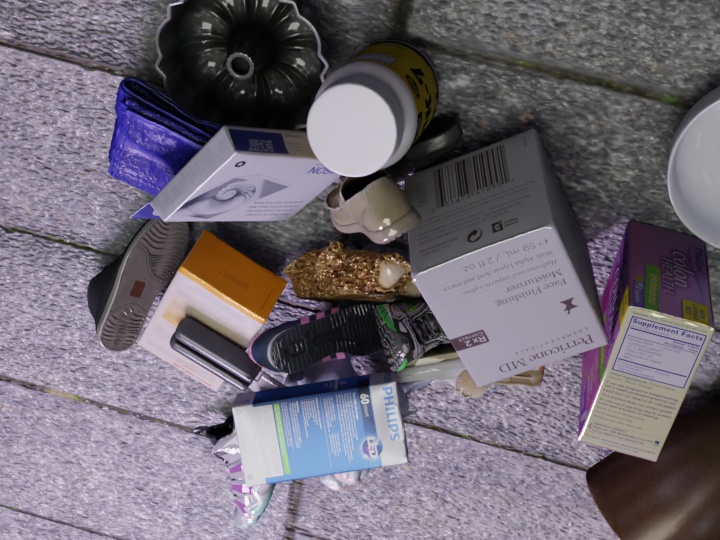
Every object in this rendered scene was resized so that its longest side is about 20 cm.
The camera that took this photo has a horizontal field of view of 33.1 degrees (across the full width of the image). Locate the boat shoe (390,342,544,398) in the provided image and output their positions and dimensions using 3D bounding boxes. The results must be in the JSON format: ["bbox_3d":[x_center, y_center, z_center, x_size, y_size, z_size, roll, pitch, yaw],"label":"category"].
[{"bbox_3d":[0.136,0.124,1.493,0.197,0.075,0.069,-8,98,-7],"label":"boat shoe"}]

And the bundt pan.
[{"bbox_3d":[-0.124,-0.244,1.352,0.199,0.076,0.204,7,124,10],"label":"bundt pan"}]

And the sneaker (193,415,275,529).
[{"bbox_3d":[-0.177,0.265,1.711,0.139,0.078,0.201,25,116,-2],"label":"sneaker"}]

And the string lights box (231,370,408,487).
[{"bbox_3d":[-0.047,0.190,1.452,0.197,0.059,0.104,-8,99,2],"label":"string lights box"}]

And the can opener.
[{"bbox_3d":[-0.152,0.138,1.496,0.199,0.067,0.053,32,143,-5],"label":"can opener"}]

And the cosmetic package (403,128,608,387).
[{"bbox_3d":[0.161,-0.011,1.349,0.163,0.166,0.201,-20,131,16],"label":"cosmetic package"}]

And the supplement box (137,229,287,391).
[{"bbox_3d":[-0.191,0.054,1.540,0.125,0.074,0.200,32,139,-6],"label":"supplement box"}]

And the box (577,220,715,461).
[{"bbox_3d":[0.325,0.080,1.396,0.096,0.177,0.202,15,126,3],"label":"box"}]

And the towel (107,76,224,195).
[{"bbox_3d":[-0.227,-0.134,1.411,0.147,0.050,0.200,29,156,-4],"label":"towel"}]

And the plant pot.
[{"bbox_3d":[0.416,0.257,1.509,0.186,0.187,0.200,39,108,-13],"label":"plant pot"}]

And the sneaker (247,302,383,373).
[{"bbox_3d":[-0.051,0.080,1.511,0.082,0.198,0.071,1,97,51],"label":"sneaker"}]

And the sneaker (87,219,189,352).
[{"bbox_3d":[-0.297,-0.005,1.560,0.074,0.106,0.201,24,101,-36],"label":"sneaker"}]

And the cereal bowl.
[{"bbox_3d":[0.427,-0.122,1.294,0.197,0.084,0.202,6,124,9],"label":"cereal bowl"}]

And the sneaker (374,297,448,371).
[{"bbox_3d":[0.068,0.063,1.449,0.084,0.200,0.079,-16,97,12],"label":"sneaker"}]

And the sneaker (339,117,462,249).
[{"bbox_3d":[0.053,-0.099,1.419,0.198,0.060,0.105,-21,115,31],"label":"sneaker"}]

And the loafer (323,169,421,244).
[{"bbox_3d":[0.009,-0.081,1.317,0.075,0.200,0.069,-29,107,-14],"label":"loafer"}]

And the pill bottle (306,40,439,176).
[{"bbox_3d":[0.014,-0.171,1.281,0.113,0.200,0.116,5,111,13],"label":"pill bottle"}]

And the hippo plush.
[{"bbox_3d":[-0.032,0.175,1.557,0.160,0.160,0.200,38,141,-1],"label":"hippo plush"}]

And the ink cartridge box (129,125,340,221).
[{"bbox_3d":[-0.132,-0.093,1.387,0.199,0.198,0.041,-36,68,38],"label":"ink cartridge box"}]

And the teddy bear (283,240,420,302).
[{"bbox_3d":[0.000,0.000,1.463,0.144,0.068,0.199,8,171,-29],"label":"teddy bear"}]
